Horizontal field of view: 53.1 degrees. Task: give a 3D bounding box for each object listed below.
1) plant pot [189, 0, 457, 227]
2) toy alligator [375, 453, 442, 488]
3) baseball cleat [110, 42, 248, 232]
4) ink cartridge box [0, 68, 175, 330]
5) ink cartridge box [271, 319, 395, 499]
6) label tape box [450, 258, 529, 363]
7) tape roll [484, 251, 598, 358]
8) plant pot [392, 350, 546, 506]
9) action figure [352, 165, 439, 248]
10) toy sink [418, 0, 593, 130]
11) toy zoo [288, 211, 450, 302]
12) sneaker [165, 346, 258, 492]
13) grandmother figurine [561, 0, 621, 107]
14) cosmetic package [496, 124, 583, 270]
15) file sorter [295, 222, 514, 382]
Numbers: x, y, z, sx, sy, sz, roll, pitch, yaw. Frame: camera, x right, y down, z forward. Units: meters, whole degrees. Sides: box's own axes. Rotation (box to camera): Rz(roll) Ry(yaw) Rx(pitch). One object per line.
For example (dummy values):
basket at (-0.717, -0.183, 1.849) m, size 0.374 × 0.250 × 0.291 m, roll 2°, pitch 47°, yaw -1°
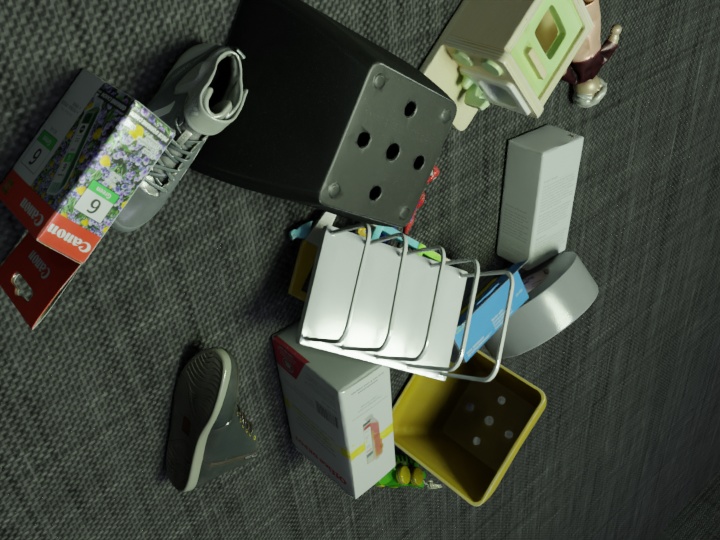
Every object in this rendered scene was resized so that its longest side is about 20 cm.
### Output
plant pot at (-0.024, -0.146, 0.733) m, size 0.199 × 0.177 × 0.201 m, roll 12°, pitch 106°, yaw -48°
toy alligator at (0.080, 0.344, 1.240) m, size 0.199 × 0.059 × 0.055 m, roll 23°, pitch 57°, yaw -49°
baseball cleat at (-0.172, -0.121, 0.655) m, size 0.069 × 0.106 × 0.201 m, roll 28°, pitch 89°, yaw -36°
ink cartridge box at (-0.253, -0.064, 0.607) m, size 0.201 × 0.109 × 0.050 m, roll -55°, pitch 139°, yaw -3°
ink cartridge box at (-0.032, 0.176, 0.951) m, size 0.083 × 0.145 × 0.201 m, roll -30°, pitch 132°, yaw -31°
label tape box at (0.164, 0.065, 1.040) m, size 0.144 × 0.200 × 0.063 m, roll -41°, pitch 96°, yaw -20°
tape roll at (0.272, 0.054, 1.140) m, size 0.200 × 0.200 × 0.066 m, roll -38°, pitch 94°, yaw -22°
plant pot at (0.188, 0.242, 1.189) m, size 0.201 × 0.199 × 0.176 m, roll -58°, pitch 151°, yaw 1°
action figure at (0.036, -0.064, 0.940) m, size 0.200 × 0.052 × 0.065 m, roll -51°, pitch 123°, yaw -12°
toy sink at (0.185, -0.275, 0.909) m, size 0.201 × 0.112 × 0.130 m, roll -56°, pitch 139°, yaw -1°
toy zoo at (0.000, 0.000, 0.887) m, size 0.199 × 0.020 × 0.132 m, roll 27°, pitch 82°, yaw -13°
sneaker at (-0.167, 0.170, 0.877) m, size 0.106 × 0.075 × 0.201 m, roll -9°, pitch 129°, yaw -47°
grandmother figurine at (0.335, -0.327, 1.072) m, size 0.120 × 0.061 × 0.201 m, roll -23°, pitch 138°, yaw 2°
cosmetic package at (0.279, -0.114, 1.133) m, size 0.101 × 0.071 × 0.202 m, roll -24°, pitch 130°, yaw -33°
file sorter at (0.052, 0.038, 0.811) m, size 0.198 × 0.124 × 0.140 m, roll 17°, pitch 80°, yaw -23°
